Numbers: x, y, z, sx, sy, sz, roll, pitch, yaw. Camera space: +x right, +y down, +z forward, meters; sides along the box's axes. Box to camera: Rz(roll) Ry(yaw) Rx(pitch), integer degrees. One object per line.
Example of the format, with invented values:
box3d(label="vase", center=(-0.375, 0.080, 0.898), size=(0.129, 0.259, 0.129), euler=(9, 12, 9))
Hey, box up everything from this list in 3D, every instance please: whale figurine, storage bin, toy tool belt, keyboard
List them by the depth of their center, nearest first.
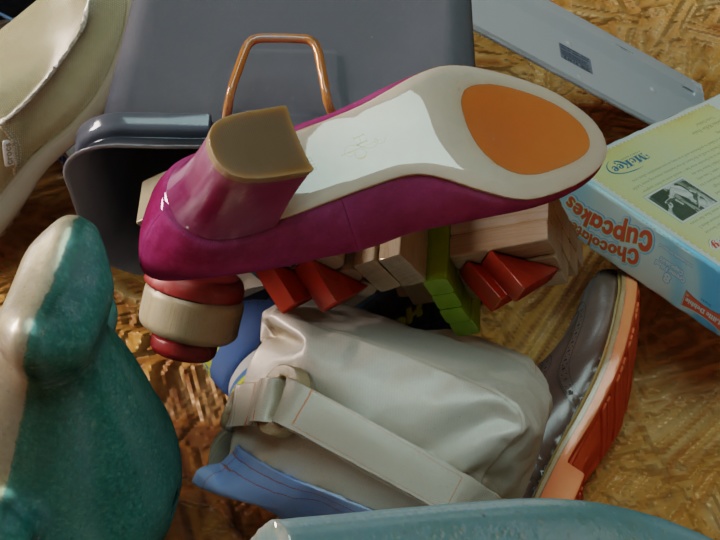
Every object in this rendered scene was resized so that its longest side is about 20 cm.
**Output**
box3d(label="whale figurine", center=(-0.125, 0.068, 0.914), size=(0.104, 0.200, 0.159), euler=(17, 47, -1))
box3d(label="toy tool belt", center=(-0.019, 0.080, 0.932), size=(0.200, 0.123, 0.125), euler=(18, 13, 17))
box3d(label="storage bin", center=(-0.030, -0.085, 0.983), size=(0.200, 0.146, 0.134), euler=(1, 62, 5))
box3d(label="keyboard", center=(0.116, -0.120, 1.141), size=(0.200, 0.011, 0.056), euler=(24, 44, -25))

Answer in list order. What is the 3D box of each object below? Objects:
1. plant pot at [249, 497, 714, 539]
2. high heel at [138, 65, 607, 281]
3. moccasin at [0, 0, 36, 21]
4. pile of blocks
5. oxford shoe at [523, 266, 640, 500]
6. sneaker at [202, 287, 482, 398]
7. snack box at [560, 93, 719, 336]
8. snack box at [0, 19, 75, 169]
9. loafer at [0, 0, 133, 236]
box3d(label="plant pot", center=(0.058, 0.194, 0.795), size=(0.200, 0.196, 0.196), euler=(-9, 70, -23))
box3d(label="high heel", center=(0.006, -0.031, 0.876), size=(0.200, 0.096, 0.067), euler=(-12, 68, -32))
box3d(label="moccasin", center=(-0.228, -0.164, 1.148), size=(0.068, 0.200, 0.080), euler=(-12, 89, -44))
box3d(label="pile of blocks", center=(0.000, 0.000, 0.921), size=(0.200, 0.082, 0.062), euler=(5, 55, 0))
box3d(label="oxford shoe", center=(0.086, 0.068, 1.006), size=(0.073, 0.071, 0.200), euler=(14, 50, 16))
box3d(label="sneaker", center=(0.000, 0.001, 1.061), size=(0.200, 0.074, 0.082), euler=(-27, 53, -24))
box3d(label="snack box", center=(0.202, -0.038, 1.086), size=(0.116, 0.037, 0.200), euler=(36, 38, 26))
box3d(label="snack box", center=(-0.146, -0.093, 1.169), size=(0.072, 0.024, 0.200), euler=(-21, 52, -19))
box3d(label="loafer", center=(-0.177, -0.089, 1.055), size=(0.068, 0.200, 0.076), euler=(24, 24, -31))
